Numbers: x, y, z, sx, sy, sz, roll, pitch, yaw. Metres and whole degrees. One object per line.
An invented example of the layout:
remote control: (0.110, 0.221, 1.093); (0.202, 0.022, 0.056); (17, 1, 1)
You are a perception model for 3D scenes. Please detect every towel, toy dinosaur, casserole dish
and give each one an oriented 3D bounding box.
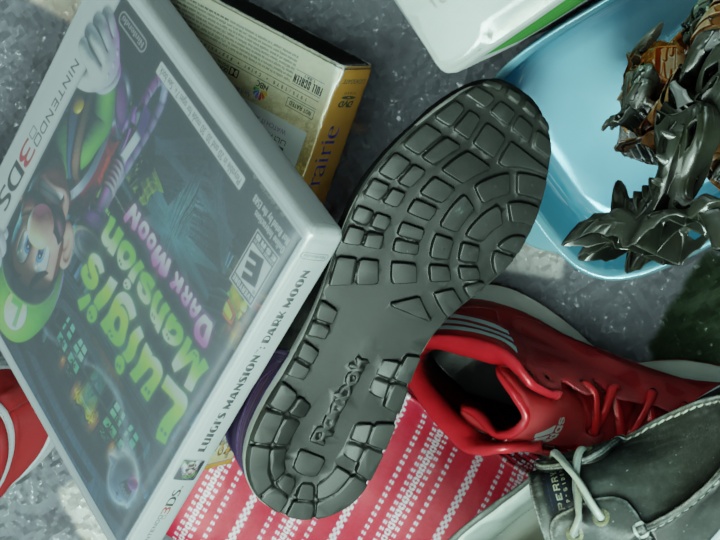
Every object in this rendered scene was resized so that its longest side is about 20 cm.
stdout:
towel: (-0.015, 0.103, 0.994); (0.199, 0.022, 0.145); (33, 110, 8)
toy dinosaur: (0.138, -0.061, 0.761); (0.101, 0.200, 0.137); (15, 79, 3)
casserole dish: (0.143, -0.078, 0.884); (0.199, 0.039, 0.121); (-30, 111, 19)

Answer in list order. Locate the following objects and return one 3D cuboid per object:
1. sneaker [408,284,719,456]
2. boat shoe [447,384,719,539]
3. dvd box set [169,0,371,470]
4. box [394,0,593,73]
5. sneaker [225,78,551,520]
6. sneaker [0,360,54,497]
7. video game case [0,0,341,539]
sneaker: (0.106, 0.075, 0.899); (0.198, 0.115, 0.079); (19, 106, 14)
boat shoe: (0.095, 0.105, 0.839); (0.071, 0.072, 0.200); (27, 124, -30)
dvd box set: (-0.087, -0.031, 0.964); (0.146, 0.029, 0.202); (29, 109, 29)
box: (0.077, -0.217, 0.820); (0.198, 0.171, 0.201); (-33, 92, 21)
sneaker: (0.000, 0.000, 0.885); (0.075, 0.088, 0.201); (32, 94, -25)
sneaker: (-0.231, 0.128, 1.017); (0.071, 0.112, 0.200); (42, 110, 6)
video game case: (-0.102, -0.009, 0.914); (0.200, 0.023, 0.183); (53, 123, 37)
